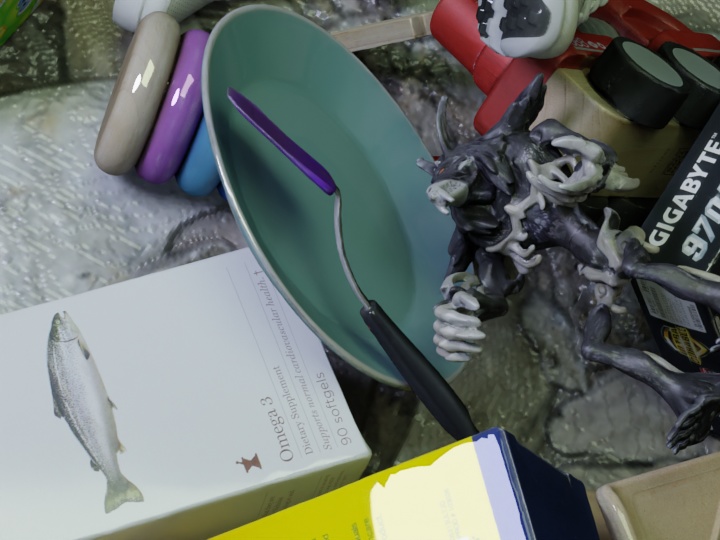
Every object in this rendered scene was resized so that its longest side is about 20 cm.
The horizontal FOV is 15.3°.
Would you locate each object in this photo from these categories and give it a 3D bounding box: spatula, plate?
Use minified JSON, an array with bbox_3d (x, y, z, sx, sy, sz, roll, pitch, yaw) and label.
[{"bbox_3d":[0.000,0.000,1.195,0.021,0.057,0.200,-30,102,3],"label":"spatula"},{"bbox_3d":[-0.014,-0.031,1.252,0.200,0.026,0.200,40,33,-34],"label":"plate"}]

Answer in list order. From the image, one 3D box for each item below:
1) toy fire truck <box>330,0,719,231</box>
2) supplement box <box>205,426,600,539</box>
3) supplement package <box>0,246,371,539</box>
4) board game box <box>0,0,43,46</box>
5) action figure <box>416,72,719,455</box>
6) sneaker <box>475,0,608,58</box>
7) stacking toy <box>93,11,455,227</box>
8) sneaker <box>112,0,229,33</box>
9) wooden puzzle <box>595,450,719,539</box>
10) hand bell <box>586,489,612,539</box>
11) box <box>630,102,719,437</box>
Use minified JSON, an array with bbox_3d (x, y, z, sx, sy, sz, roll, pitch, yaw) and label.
[{"bbox_3d":[0.090,-0.100,1.374,0.200,0.129,0.176,46,26,26],"label":"toy fire truck"},{"bbox_3d":[0.004,0.161,1.172,0.200,0.109,0.110,-22,66,15],"label":"supplement box"},{"bbox_3d":[-0.116,0.082,1.231,0.200,0.117,0.117,-16,70,-20],"label":"supplement package"},{"bbox_3d":[-0.192,-0.193,1.357,0.105,0.103,0.200,35,61,5],"label":"board game box"},{"bbox_3d":[0.088,-0.011,1.212,0.200,0.119,0.102,35,23,25],"label":"action figure"},{"bbox_3d":[0.096,-0.150,1.275,0.081,0.075,0.200,12,24,-4],"label":"sneaker"},{"bbox_3d":[-0.028,-0.059,1.348,0.200,0.085,0.085,19,61,-9],"label":"stacking toy"},{"bbox_3d":[-0.033,-0.173,1.405,0.116,0.074,0.200,35,60,8],"label":"sneaker"},{"bbox_3d":[0.196,0.173,1.260,0.200,0.037,0.185,-9,75,-48],"label":"wooden puzzle"},{"bbox_3d":[0.150,0.138,1.301,0.200,0.104,0.104,5,62,-25],"label":"hand bell"},{"bbox_3d":[0.213,-0.033,1.331,0.046,0.159,0.200,21,67,31],"label":"box"}]
